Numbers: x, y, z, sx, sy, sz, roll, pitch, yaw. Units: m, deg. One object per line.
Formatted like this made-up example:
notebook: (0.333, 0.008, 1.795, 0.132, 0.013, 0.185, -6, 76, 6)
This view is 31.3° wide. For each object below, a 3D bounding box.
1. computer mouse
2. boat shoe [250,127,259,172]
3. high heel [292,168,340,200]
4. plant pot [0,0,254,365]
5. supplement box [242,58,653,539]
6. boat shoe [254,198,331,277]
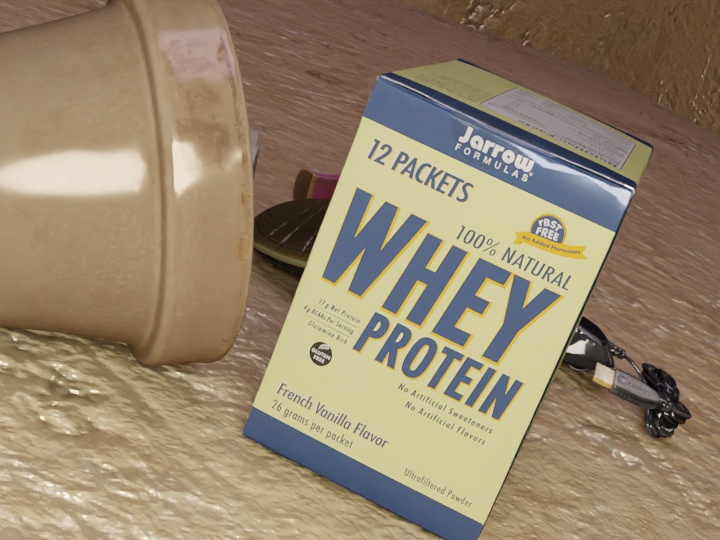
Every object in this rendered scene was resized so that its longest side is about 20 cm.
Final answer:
computer mouse: (0.151, 0.060, 0.940, 0.199, 0.046, 0.141, 34, 12, -3)
boat shoe: (-0.126, -0.075, 0.962, 0.091, 0.076, 0.200, 12, 11, -7)
high heel: (0.018, -0.033, 1.021, 0.095, 0.068, 0.200, 12, 10, -25)
plant pot: (-0.160, -0.045, 0.649, 0.172, 0.203, 0.200, -5, 27, -22)
supplement box: (0.057, 0.005, 0.705, 0.133, 0.202, 0.200, 24, 16, 10)
boat shoe: (0.001, 0.000, 0.893, 0.199, 0.067, 0.072, 12, 41, 38)
